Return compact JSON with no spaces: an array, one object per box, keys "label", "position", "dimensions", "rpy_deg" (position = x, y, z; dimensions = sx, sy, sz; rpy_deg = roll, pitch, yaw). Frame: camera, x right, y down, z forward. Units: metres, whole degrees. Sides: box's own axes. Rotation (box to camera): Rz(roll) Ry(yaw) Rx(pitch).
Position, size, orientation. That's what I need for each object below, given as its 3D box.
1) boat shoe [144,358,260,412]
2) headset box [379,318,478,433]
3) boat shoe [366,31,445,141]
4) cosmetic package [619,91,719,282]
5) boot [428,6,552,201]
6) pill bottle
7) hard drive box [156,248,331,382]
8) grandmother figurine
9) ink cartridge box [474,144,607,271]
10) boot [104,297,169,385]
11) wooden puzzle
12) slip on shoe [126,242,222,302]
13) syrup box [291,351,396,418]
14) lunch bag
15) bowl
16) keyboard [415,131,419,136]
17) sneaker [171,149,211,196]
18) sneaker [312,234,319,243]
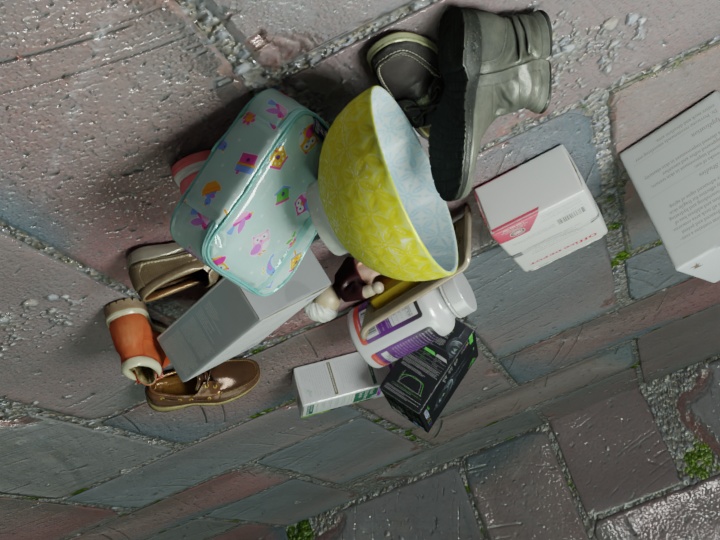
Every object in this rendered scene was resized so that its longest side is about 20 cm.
[{"label":"boat shoe","position":[-0.265,0.190,1.524],"dimensions":[0.198,0.073,0.068],"rpy_deg":[-12,158,-11]},{"label":"headset box","position":[0.137,0.183,1.698],"dimensions":[0.201,0.092,0.174],"rpy_deg":[-55,160,-13]},{"label":"boat shoe","position":[0.075,-0.185,0.969],"dimensions":[0.073,0.065,0.200],"rpy_deg":[-28,151,23]},{"label":"cosmetic package","position":[0.513,-0.114,1.303],"dimensions":[0.167,0.202,0.166],"rpy_deg":[-33,153,31]},{"label":"boot","position":[0.144,-0.171,0.932],"dimensions":[0.130,0.202,0.068],"rpy_deg":[-2,-167,-28]},{"label":"pill bottle","position":[0.087,0.072,1.491],"dimensions":[0.199,0.112,0.111],"rpy_deg":[-28,155,20]},{"label":"hard drive box","position":[-0.160,0.056,1.239],"dimensions":[0.200,0.077,0.155],"rpy_deg":[-37,174,38]},{"label":"grandmother figurine","position":[0.000,0.000,1.274],"dimensions":[0.200,0.121,0.061],"rpy_deg":[-40,110,10]},{"label":"ink cartridge box","position":[0.269,-0.085,1.324],"dimensions":[0.145,0.085,0.200],"rpy_deg":[-26,154,16]},{"label":"boot","position":[-0.313,0.125,1.305],"dimensions":[0.074,0.108,0.200],"rpy_deg":[-20,158,-3]},{"label":"wooden puzzle","position":[0.077,-0.004,1.278],"dimensions":[0.199,0.037,0.185],"rpy_deg":[-38,-165,21]},{"label":"slip on shoe","position":[-0.196,-0.008,1.155],"dimensions":[0.198,0.061,0.076],"rpy_deg":[-10,155,-24]},{"label":"syrup box","position":[-0.029,0.215,1.751],"dimensions":[0.198,0.082,0.079],"rpy_deg":[-12,157,-13]},{"label":"lunch bag","position":[-0.093,-0.079,0.952],"dimensions":[0.201,0.077,0.160],"rpy_deg":[-55,146,-4]},{"label":"bowl","position":[0.010,-0.071,0.905],"dimensions":[0.107,0.202,0.200],"rpy_deg":[-22,157,17]},{"label":"keyboard","position":[-0.003,-0.159,1.046],"dimensions":[0.198,0.011,0.056],"rpy_deg":[-15,151,-13]},{"label":"sneaker","position":[-0.153,-0.060,1.045],"dimensions":[0.073,0.087,0.200],"rpy_deg":[-23,157,12]},{"label":"sneaker","position":[-0.019,-0.087,1.056],"dimensions":[0.198,0.077,0.114],"rpy_deg":[-19,178,-22]}]
